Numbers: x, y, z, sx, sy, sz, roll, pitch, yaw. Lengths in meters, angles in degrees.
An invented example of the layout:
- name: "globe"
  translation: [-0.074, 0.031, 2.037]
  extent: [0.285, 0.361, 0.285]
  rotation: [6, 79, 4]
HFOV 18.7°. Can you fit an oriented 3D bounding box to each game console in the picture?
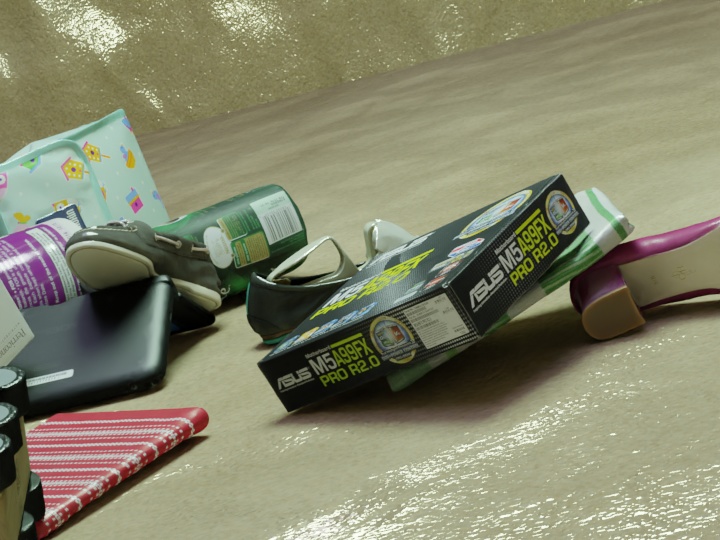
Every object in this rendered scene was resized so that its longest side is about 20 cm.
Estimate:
- name: "game console"
  translation: [-0.233, 0.084, 1.820]
  extent: [0.198, 0.117, 0.177]
  rotation: [-14, 41, 12]

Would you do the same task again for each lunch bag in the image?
- name: "lunch bag"
  translation: [-0.286, -0.049, 2.153]
  extent: [0.121, 0.171, 0.200]
  rotation: [-18, 8, 31]

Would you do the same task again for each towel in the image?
- name: "towel"
  translation: [0.099, 0.010, 1.553]
  extent: [0.199, 0.023, 0.153]
  rotation: [-33, 10, 3]
- name: "towel"
  translation: [-0.210, 0.140, 1.491]
  extent: [0.144, 0.023, 0.200]
  rotation: [-6, 16, 34]

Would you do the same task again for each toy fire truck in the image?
- name: "toy fire truck"
  translation: [-0.295, 0.153, 1.314]
  extent: [0.198, 0.130, 0.176]
  rotation: [-6, 18, -3]

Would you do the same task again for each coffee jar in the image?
- name: "coffee jar"
  translation: [-0.151, -0.007, 1.971]
  extent: [0.199, 0.086, 0.104]
  rotation: [-22, 0, -33]

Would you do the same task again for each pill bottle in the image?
- name: "pill bottle"
  translation: [-0.335, 0.033, 1.969]
  extent: [0.199, 0.113, 0.112]
  rotation: [-22, 13, -35]

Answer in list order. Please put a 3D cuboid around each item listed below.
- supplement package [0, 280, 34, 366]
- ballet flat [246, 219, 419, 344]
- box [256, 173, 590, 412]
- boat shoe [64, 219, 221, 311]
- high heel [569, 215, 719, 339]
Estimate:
- name: "supplement package"
  translation: [-0.385, 0.073, 1.700]
  extent: [0.155, 0.111, 0.200]
  rotation: [-7, 32, 39]
- name: "ballet flat"
  translation: [0.000, 0.000, 1.776]
  extent: [0.199, 0.069, 0.068]
  rotation: [-18, 11, -15]
- name: "box"
  translation: [0.042, 0.017, 1.509]
  extent: [0.199, 0.044, 0.160]
  rotation: [-24, 14, 45]
- name: "boat shoe"
  translation: [-0.184, -0.012, 1.823]
  extent: [0.066, 0.057, 0.200]
  rotation: [-18, -23, 24]
- name: "high heel"
  translation: [0.239, -0.012, 1.510]
  extent: [0.199, 0.068, 0.096]
  rotation: [-27, 19, 11]
